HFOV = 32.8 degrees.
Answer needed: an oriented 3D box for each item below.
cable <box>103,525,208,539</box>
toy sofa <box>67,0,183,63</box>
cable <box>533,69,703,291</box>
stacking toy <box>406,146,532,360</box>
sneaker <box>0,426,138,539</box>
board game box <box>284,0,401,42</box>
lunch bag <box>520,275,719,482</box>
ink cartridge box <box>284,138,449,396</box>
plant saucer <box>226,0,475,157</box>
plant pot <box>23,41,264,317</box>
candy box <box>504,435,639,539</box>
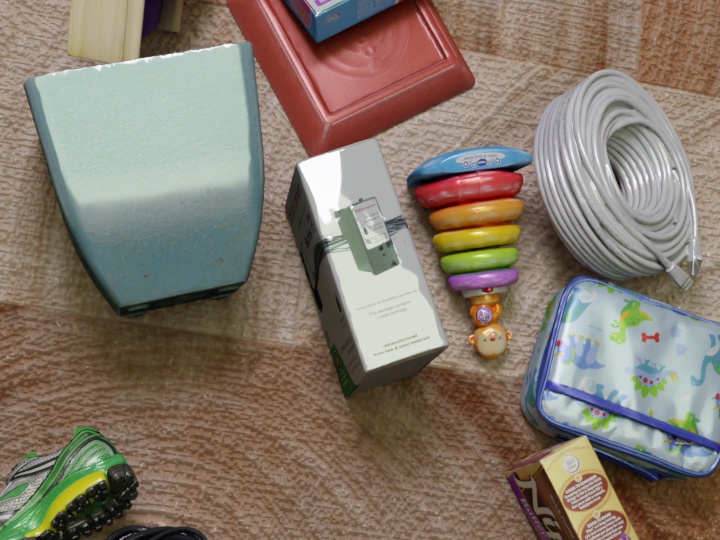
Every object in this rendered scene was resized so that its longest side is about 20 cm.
[{"bbox_3d":[-0.211,0.275,1.022,0.199,0.163,0.051,-28,104,-23],"label":"cable"},{"bbox_3d":[-0.195,-0.246,1.126,0.096,0.200,0.084,11,111,-1],"label":"toy sofa"},{"bbox_3d":[0.252,-0.091,1.197,0.199,0.069,0.202,28,57,-32],"label":"cable"},{"bbox_3d":[0.114,-0.014,1.186,0.114,0.110,0.203,-7,89,-7],"label":"stacking toy"},{"bbox_3d":[-0.293,0.216,1.074,0.199,0.078,0.085,-33,52,-10],"label":"sneaker"},{"bbox_3d":[-0.032,-0.338,1.230,0.152,0.040,0.201,-28,64,-15],"label":"board game box"},{"bbox_3d":[0.263,0.109,1.183,0.198,0.082,0.162,22,76,-3],"label":"lunch bag"},{"bbox_3d":[0.000,0.000,1.130,0.082,0.147,0.202,-16,78,-12],"label":"ink cartridge box"},{"bbox_3d":[-0.006,-0.241,1.245,0.198,0.037,0.201,-27,82,-14],"label":"plant saucer"},{"bbox_3d":[-0.179,-0.068,1.099,0.193,0.196,0.203,-12,87,-12],"label":"plant pot"},{"bbox_3d":[0.213,0.257,1.117,0.056,0.117,0.202,-25,82,-14],"label":"candy box"}]
